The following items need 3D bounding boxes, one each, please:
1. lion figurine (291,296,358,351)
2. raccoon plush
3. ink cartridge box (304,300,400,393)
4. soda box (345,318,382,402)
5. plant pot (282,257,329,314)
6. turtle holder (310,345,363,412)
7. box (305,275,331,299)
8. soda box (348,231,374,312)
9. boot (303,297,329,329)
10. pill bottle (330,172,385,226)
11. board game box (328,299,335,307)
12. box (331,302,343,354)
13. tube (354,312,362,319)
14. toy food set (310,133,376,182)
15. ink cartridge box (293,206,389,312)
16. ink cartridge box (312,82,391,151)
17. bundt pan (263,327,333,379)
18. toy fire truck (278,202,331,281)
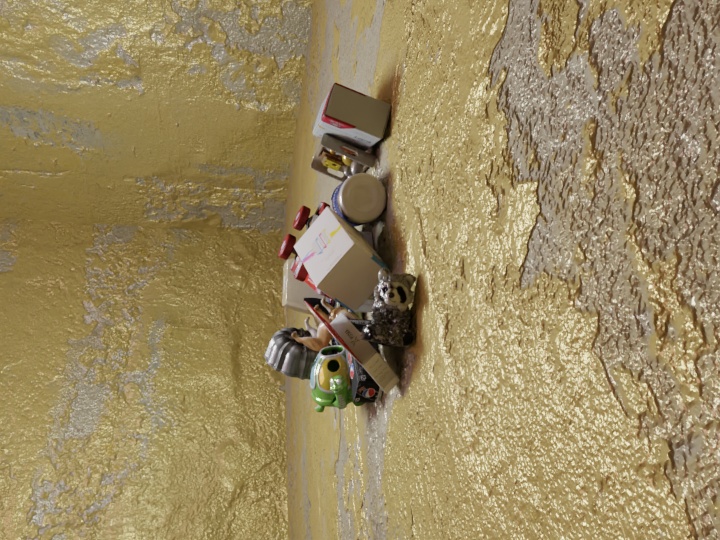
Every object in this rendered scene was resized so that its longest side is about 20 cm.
[{"bbox_3d":[-0.089,0.155,1.534,0.200,0.122,0.072,-48,-3,37],"label":"lion figurine"},{"bbox_3d":[0.049,0.073,1.143,0.200,0.095,0.137,151,129,-76],"label":"raccoon plush"},{"bbox_3d":[-0.019,0.139,1.204,0.177,0.045,0.200,51,175,-29],"label":"ink cartridge box"},{"bbox_3d":[0.005,0.204,1.360,0.202,0.062,0.072,-102,19,-51],"label":"soda box"},{"bbox_3d":[-0.158,0.046,1.893,0.200,0.173,0.205,155,117,-75],"label":"plant pot"},{"bbox_3d":[-0.065,0.263,1.432,0.185,0.138,0.135,-32,-63,-65],"label":"turtle holder"},{"bbox_3d":[-0.086,0.010,1.625,0.101,0.094,0.200,-66,26,4],"label":"box"},{"bbox_3d":[0.000,0.000,1.418,0.064,0.066,0.203,108,161,-50],"label":"soda box"},{"bbox_3d":[-0.117,0.130,1.666,0.200,0.072,0.077,-142,54,-61],"label":"boot"},{"bbox_3d":[-0.013,-0.163,1.416,0.200,0.108,0.114,180,93,-78],"label":"pill bottle"},{"bbox_3d":[-0.082,0.086,1.747,0.103,0.019,0.204,-129,56,-84],"label":"board game box"},{"bbox_3d":[-0.047,0.187,1.643,0.161,0.045,0.203,105,163,-45],"label":"box"},{"bbox_3d":[-0.038,0.039,1.497,0.058,0.051,0.203,-50,-56,-44],"label":"tube"},{"bbox_3d":[-0.050,-0.270,1.512,0.200,0.141,0.062,150,140,-75],"label":"toy food set"},{"bbox_3d":[-0.048,-0.032,1.317,0.126,0.128,0.201,-47,38,9],"label":"ink cartridge box"},{"bbox_3d":[-0.026,-0.358,1.412,0.200,0.143,0.085,-171,99,-77],"label":"ink cartridge box"},{"bbox_3d":[-0.163,0.219,1.637,0.202,0.197,0.077,-121,45,-69],"label":"bundt pan"},{"bbox_3d":[-0.122,-0.075,1.503,0.203,0.111,0.168,-63,17,0],"label":"toy fire truck"}]
